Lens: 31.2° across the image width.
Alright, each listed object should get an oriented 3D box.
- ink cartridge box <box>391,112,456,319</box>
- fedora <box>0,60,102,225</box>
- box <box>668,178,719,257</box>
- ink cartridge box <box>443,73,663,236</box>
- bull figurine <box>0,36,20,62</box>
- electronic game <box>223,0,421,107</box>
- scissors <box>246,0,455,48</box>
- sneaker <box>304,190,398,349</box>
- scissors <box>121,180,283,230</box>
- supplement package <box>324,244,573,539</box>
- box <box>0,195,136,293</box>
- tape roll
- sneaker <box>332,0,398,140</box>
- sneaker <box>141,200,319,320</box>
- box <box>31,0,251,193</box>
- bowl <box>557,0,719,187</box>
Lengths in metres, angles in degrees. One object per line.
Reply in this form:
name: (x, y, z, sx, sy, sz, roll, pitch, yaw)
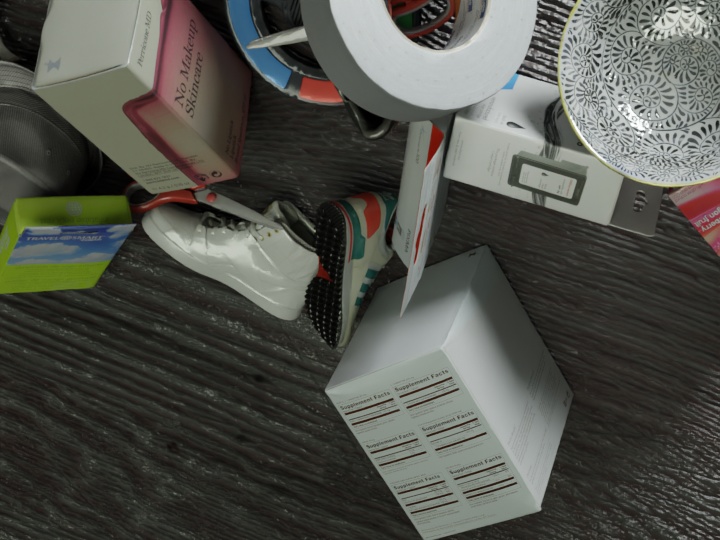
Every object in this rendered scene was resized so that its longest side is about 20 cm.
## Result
ink cartridge box: (0.051, -0.077, 1.200, 0.047, 0.201, 0.162, 14, 125, 8)
fedora: (-0.366, -0.115, 1.356, 0.174, 0.091, 0.201, -11, 141, 16)
box: (0.379, -0.103, 1.128, 0.199, 0.096, 0.100, -35, 106, 33)
ink cartridge box: (0.186, -0.112, 1.181, 0.197, 0.116, 0.069, 17, 127, 8)
bull figurine: (-0.427, -0.256, 1.341, 0.198, 0.065, 0.123, -16, 101, 31)
electronic game: (-0.038, -0.249, 1.223, 0.197, 0.042, 0.203, 9, 123, 14)
scissors: (-0.008, -0.223, 1.189, 0.198, 0.014, 0.074, -25, 114, 20)
sneaker: (0.000, -0.001, 1.338, 0.070, 0.092, 0.202, 49, 148, 35)
scissors: (-0.163, -0.085, 1.353, 0.197, 0.074, 0.014, 8, 153, 19)
supplement package: (0.096, 0.124, 1.315, 0.146, 0.192, 0.201, -22, 111, 30)
box: (-0.321, -0.030, 1.377, 0.200, 0.120, 0.048, -41, 58, 58)
tape roll: (0.051, -0.232, 1.097, 0.201, 0.200, 0.066, 50, 161, -15)
sneaker: (-0.006, -0.206, 1.135, 0.076, 0.082, 0.202, -18, 115, 19)
sneaker: (-0.125, -0.044, 1.372, 0.198, 0.074, 0.116, 29, 122, -8)
box: (-0.199, -0.181, 1.220, 0.107, 0.130, 0.200, -7, 152, 24)
bowl: (0.274, -0.171, 1.107, 0.197, 0.094, 0.204, 0, 91, 19)
